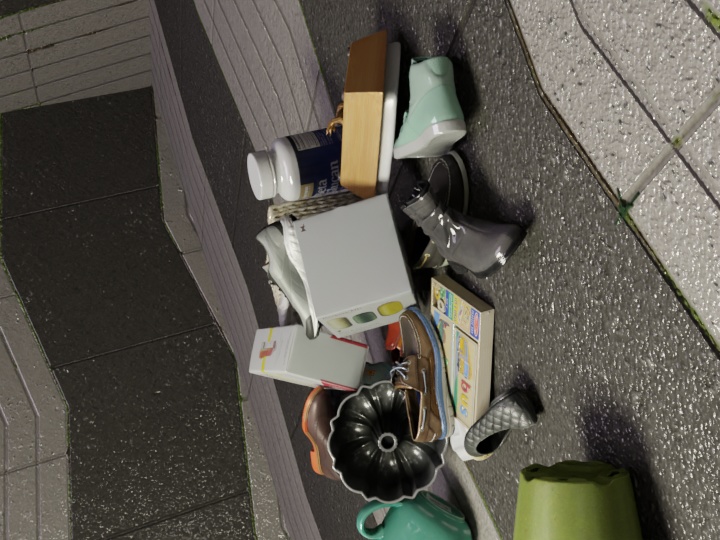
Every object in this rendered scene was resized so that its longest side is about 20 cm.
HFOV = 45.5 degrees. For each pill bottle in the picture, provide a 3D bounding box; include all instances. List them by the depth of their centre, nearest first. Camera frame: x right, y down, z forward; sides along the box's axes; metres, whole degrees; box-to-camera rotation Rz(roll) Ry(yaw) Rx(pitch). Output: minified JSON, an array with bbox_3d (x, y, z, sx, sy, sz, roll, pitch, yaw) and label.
[{"bbox_3d":[-0.095,-0.186,1.517,0.111,0.196,0.114,166,90,-72],"label":"pill bottle"}]

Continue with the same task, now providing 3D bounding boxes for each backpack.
[{"bbox_3d":[0.021,0.252,1.560,0.200,0.150,0.180,158,101,-72],"label":"backpack"}]

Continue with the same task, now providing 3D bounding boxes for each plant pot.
[{"bbox_3d":[0.242,0.316,0.949,0.200,0.195,0.195,172,98,-71],"label":"plant pot"}]

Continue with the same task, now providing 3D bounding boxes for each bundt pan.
[{"bbox_3d":[0.044,0.273,1.416,0.076,0.197,0.207,-88,-14,-84],"label":"bundt pan"}]

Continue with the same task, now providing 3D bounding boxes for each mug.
[{"bbox_3d":[0.101,0.435,1.421,0.151,0.184,0.116,30,90,45],"label":"mug"}]

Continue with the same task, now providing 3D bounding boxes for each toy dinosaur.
[{"bbox_3d":[0.000,-0.255,1.439,0.104,0.060,0.204,17,125,25],"label":"toy dinosaur"}]

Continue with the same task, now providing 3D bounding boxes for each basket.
[{"bbox_3d":[-0.070,-0.017,1.570,0.200,0.196,0.163,102,150,-54],"label":"basket"}]

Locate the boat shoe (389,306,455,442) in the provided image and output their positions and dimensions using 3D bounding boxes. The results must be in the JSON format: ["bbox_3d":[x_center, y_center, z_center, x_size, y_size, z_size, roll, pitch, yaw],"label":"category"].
[{"bbox_3d":[0.086,0.158,1.290,0.072,0.071,0.204,-29,75,64],"label":"boat shoe"}]

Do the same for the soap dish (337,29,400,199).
[{"bbox_3d":[0.013,-0.228,1.276,0.202,0.079,0.159,94,-179,-46],"label":"soap dish"}]

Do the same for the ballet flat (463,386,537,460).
[{"bbox_3d":[0.188,0.225,1.183,0.057,0.065,0.201,60,157,24],"label":"ballet flat"}]

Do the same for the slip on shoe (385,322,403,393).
[{"bbox_3d":[0.070,0.115,1.463,0.074,0.060,0.205,165,93,-73],"label":"slip on shoe"}]

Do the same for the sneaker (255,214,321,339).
[{"bbox_3d":[-0.109,0.015,1.377,0.074,0.078,0.204,-78,-29,-78],"label":"sneaker"}]

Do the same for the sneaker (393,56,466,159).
[{"bbox_3d":[0.089,-0.220,1.160,0.200,0.072,0.121,158,105,-74],"label":"sneaker"}]

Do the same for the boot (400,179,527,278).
[{"bbox_3d":[0.119,-0.058,1.089,0.132,0.070,0.199,45,163,-10],"label":"boot"}]

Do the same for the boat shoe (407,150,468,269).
[{"bbox_3d":[0.106,-0.078,1.216,0.204,0.059,0.072,95,153,-45],"label":"boat shoe"}]

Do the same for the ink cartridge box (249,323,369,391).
[{"bbox_3d":[-0.095,0.155,1.507,0.199,0.143,0.085,-12,64,64],"label":"ink cartridge box"}]

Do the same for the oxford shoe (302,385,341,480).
[{"bbox_3d":[-0.050,0.285,1.496,0.072,0.071,0.203,19,136,33],"label":"oxford shoe"}]

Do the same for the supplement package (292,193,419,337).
[{"bbox_3d":[0.000,0.000,1.330,0.200,0.148,0.154,58,-162,-75],"label":"supplement package"}]

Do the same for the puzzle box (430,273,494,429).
[{"bbox_3d":[0.145,0.123,1.262,0.133,0.025,0.204,37,133,55],"label":"puzzle box"}]

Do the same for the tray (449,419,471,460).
[{"bbox_3d":[0.143,0.203,1.369,0.107,0.022,0.204,131,123,-69],"label":"tray"}]
